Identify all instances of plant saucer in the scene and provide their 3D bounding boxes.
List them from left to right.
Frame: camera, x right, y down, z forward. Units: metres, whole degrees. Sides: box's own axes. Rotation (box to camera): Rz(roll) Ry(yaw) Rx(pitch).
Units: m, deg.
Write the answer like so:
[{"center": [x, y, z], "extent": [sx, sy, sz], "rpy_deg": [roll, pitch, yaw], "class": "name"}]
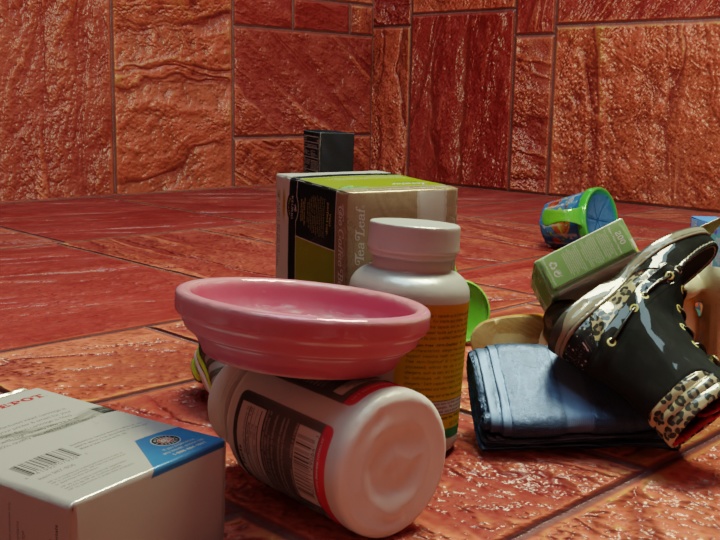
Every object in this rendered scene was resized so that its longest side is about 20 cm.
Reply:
[{"center": [-0.046, 0.044, 0.773], "extent": [0.198, 0.051, 0.201], "rpy_deg": [6, 6, -1], "class": "plant saucer"}]

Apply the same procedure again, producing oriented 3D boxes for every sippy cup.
[{"center": [0.455, -0.102, 2.101], "extent": [0.130, 0.178, 0.140], "rpy_deg": [-3, 48, 45], "class": "sippy cup"}]

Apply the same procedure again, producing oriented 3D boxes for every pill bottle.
[{"center": [-0.036, 0.126, 0.786], "extent": [0.110, 0.112, 0.199], "rpy_deg": [-7, 13, -39], "class": "pill bottle"}, {"center": [0.041, 0.057, 0.905], "extent": [0.111, 0.202, 0.113], "rpy_deg": [4, 7, 0], "class": "pill bottle"}]

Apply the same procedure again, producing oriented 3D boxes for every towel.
[{"center": [0.202, 0.116, 0.932], "extent": [0.198, 0.049, 0.112], "rpy_deg": [-2, 45, -2], "class": "towel"}]

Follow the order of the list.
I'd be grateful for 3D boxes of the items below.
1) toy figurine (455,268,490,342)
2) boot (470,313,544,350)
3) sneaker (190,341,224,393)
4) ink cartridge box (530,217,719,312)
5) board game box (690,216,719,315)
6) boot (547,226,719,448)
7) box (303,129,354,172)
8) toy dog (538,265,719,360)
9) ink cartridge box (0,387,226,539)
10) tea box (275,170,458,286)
[{"center": [0.068, 0.028, 1.366], "extent": [0.198, 0.151, 0.184], "rpy_deg": [23, -2, -5], "class": "toy figurine"}, {"center": [0.208, 0.084, 1.204], "extent": [0.199, 0.072, 0.144], "rpy_deg": [4, 4, -13], "class": "boot"}, {"center": [-0.119, 0.096, 0.985], "extent": [0.073, 0.082, 0.200], "rpy_deg": [-7, 24, -30], "class": "sneaker"}, {"center": [0.283, -0.020, 1.072], "extent": [0.199, 0.048, 0.146], "rpy_deg": [-27, -13, 3], "class": "ink cartridge box"}, {"center": [0.506, 0.013, 1.359], "extent": [0.044, 0.154, 0.200], "rpy_deg": [1, 11, -5], "class": "board game box"}, {"center": [0.292, 0.058, 0.907], "extent": [0.203, 0.074, 0.154], "rpy_deg": [-31, 54, -20], "class": "boot"}, {"center": [-0.102, -0.341, 3.138], "extent": [0.122, 0.201, 0.200], "rpy_deg": [-2, 11, -18], "class": "box"}, {"center": [0.281, 0.065, 1.058], "extent": [0.198, 0.141, 0.194], "rpy_deg": [-16, 34, -28], "class": "toy dog"}, {"center": [-0.214, 0.153, 0.689], "extent": [0.198, 0.085, 0.144], "rpy_deg": [9, 12, 32], "class": "ink cartridge box"}, {"center": [0.000, 0.000, 1.084], "extent": [0.132, 0.202, 0.196], "rpy_deg": [-4, 13, -25], "class": "tea box"}]
